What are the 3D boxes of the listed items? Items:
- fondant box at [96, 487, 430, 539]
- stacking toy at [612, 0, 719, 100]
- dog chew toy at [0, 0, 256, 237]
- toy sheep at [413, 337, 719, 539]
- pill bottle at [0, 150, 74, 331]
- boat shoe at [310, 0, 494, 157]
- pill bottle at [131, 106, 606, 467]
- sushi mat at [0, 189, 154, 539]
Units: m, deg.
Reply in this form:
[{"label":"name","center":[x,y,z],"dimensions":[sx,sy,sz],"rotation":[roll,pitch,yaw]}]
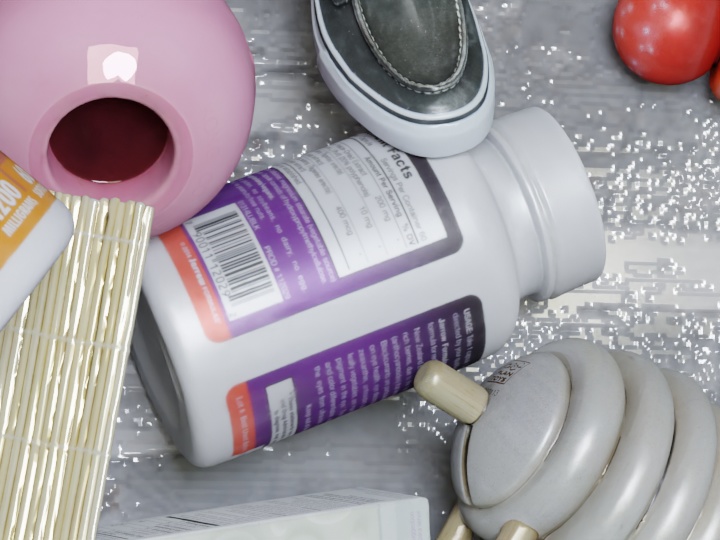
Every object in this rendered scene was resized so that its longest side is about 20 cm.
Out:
[{"label":"fondant box","center":[-0.063,0.174,1.149],"dimensions":[0.199,0.058,0.145],"rotation":[-6,95,-33]},{"label":"stacking toy","center":[0.213,-0.093,1.290],"dimensions":[0.199,0.085,0.086],"rotation":[16,78,-1]},{"label":"dog chew toy","center":[-0.111,-0.099,1.175],"dimensions":[0.124,0.200,0.125],"rotation":[-4,124,-7]},{"label":"toy sheep","center":[0.101,0.098,1.204],"dimensions":[0.200,0.138,0.138],"rotation":[34,75,-27]},{"label":"pill bottle","center":[-0.211,-0.038,1.013],"dimensions":[0.200,0.112,0.112],"rotation":[40,76,-7]},{"label":"boat shoe","center":[0.008,-0.138,1.210],"dimensions":[0.072,0.071,0.201],"rotation":[-12,53,-13]},{"label":"pill bottle","center":[0.000,0.000,1.209],"dimensions":[0.199,0.111,0.112],"rotation":[-20,85,-14]},{"label":"sushi mat","center":[-0.140,0.065,1.074],"dimensions":[0.095,0.012,0.201],"rotation":[7,79,13]}]
